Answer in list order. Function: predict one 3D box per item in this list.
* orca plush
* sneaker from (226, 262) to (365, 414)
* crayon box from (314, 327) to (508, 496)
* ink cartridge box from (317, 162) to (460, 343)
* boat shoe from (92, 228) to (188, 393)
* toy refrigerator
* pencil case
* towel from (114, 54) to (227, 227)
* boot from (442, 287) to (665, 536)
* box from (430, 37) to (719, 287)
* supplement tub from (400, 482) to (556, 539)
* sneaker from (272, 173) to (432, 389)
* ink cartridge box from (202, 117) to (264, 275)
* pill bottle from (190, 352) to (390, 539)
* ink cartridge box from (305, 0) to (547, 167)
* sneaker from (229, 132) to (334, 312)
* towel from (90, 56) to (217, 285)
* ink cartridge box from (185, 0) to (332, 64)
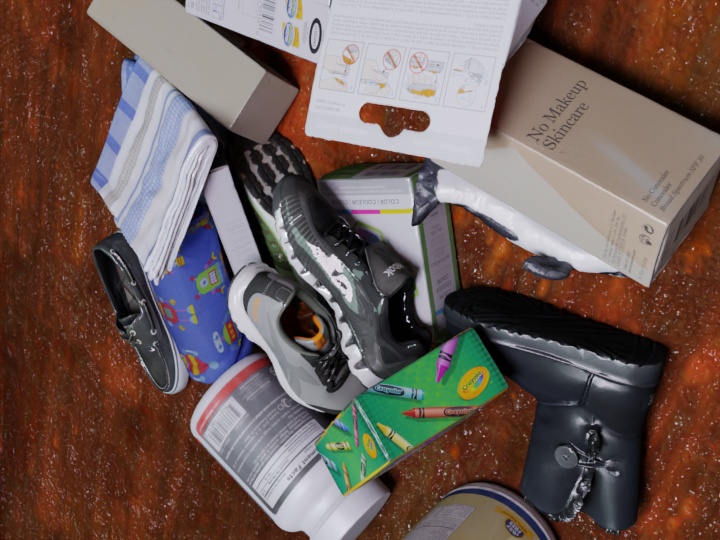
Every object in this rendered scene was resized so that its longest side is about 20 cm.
[{"bbox_3d":[0.138,-0.030,0.807,0.196,0.107,0.071,4,154,13],"label":"orca plush"},{"bbox_3d":[-0.046,0.076,0.950,0.079,0.075,0.201,14,151,45],"label":"sneaker"},{"bbox_3d":[0.037,0.127,0.871,0.059,0.117,0.200,58,160,11],"label":"crayon box"},{"bbox_3d":[0.032,0.007,0.916,0.102,0.059,0.204,3,111,38],"label":"ink cartridge box"},{"bbox_3d":[-0.257,0.053,1.172,0.068,0.056,0.204,-9,103,40],"label":"boat shoe"},{"bbox_3d":[-0.156,-0.209,0.955,0.199,0.076,0.070,39,100,20],"label":"toy refrigerator"},{"bbox_3d":[-0.166,0.019,1.041,0.078,0.086,0.203,27,141,45],"label":"pencil case"},{"bbox_3d":[-0.204,-0.109,1.073,0.145,0.024,0.203,29,124,26],"label":"towel"},{"bbox_3d":[0.150,0.120,0.858,0.197,0.076,0.171,18,116,25],"label":"boot"},{"bbox_3d":[0.153,-0.088,0.743,0.198,0.095,0.078,32,155,23],"label":"box"},{"bbox_3d":[0.081,0.299,0.908,0.142,0.199,0.147,16,119,32],"label":"supplement tub"},{"bbox_3d":[0.000,0.000,0.859,0.090,0.066,0.202,-24,97,39],"label":"sneaker"},{"bbox_3d":[-0.121,-0.038,0.984,0.095,0.036,0.203,-116,10,-52],"label":"ink cartridge box"},{"bbox_3d":[-0.071,0.191,1.042,0.200,0.115,0.117,43,130,16],"label":"pill bottle"},{"bbox_3d":[0.053,-0.183,0.734,0.160,0.050,0.204,14,94,33],"label":"ink cartridge box"},{"bbox_3d":[-0.079,-0.041,0.984,0.088,0.076,0.203,-33,84,52],"label":"sneaker"},{"bbox_3d":[-0.197,-0.100,0.943,0.200,0.023,0.149,48,119,46],"label":"towel"},{"bbox_3d":[-0.052,-0.261,0.859,0.198,0.076,0.139,27,123,30],"label":"ink cartridge box"}]
